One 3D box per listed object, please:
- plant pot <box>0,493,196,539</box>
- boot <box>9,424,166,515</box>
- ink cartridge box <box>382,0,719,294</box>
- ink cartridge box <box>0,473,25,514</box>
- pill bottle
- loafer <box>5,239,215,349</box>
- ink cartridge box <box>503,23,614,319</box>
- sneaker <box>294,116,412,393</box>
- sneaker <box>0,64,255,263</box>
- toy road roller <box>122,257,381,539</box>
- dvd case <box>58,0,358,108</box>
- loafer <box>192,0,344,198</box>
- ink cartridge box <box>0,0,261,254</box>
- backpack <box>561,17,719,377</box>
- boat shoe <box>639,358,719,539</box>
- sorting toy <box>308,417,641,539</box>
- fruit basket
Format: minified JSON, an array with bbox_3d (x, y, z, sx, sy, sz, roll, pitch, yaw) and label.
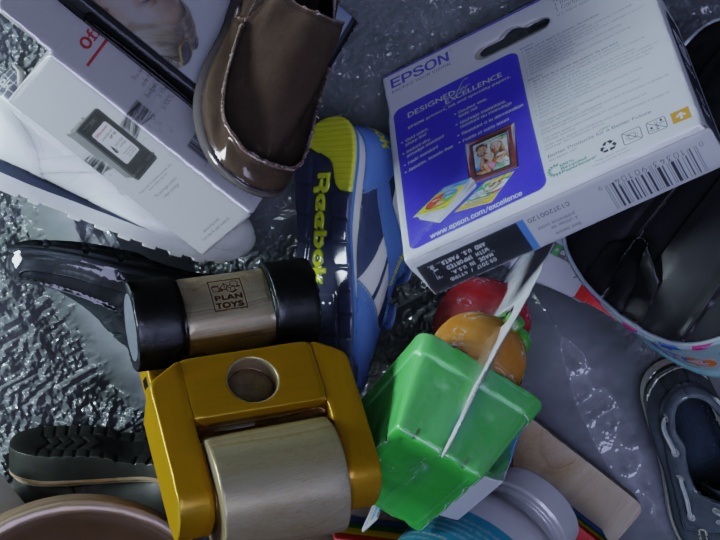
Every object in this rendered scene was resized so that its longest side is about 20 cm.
[{"bbox_3d":[-0.179,0.230,1.086,0.200,0.093,0.201,-2,97,-14],"label":"plant pot"},{"bbox_3d":[-0.144,0.185,1.229,0.200,0.077,0.139,5,108,6],"label":"boot"},{"bbox_3d":[0.114,-0.097,1.106,0.198,0.200,0.043,-25,129,16],"label":"ink cartridge box"},{"bbox_3d":[-0.289,0.246,1.192,0.200,0.084,0.146,-31,105,18],"label":"ink cartridge box"},{"bbox_3d":[0.058,0.217,1.128,0.200,0.111,0.111,-45,107,-31],"label":"pill bottle"},{"bbox_3d":[-0.144,0.027,1.185,0.200,0.068,0.071,16,94,-13],"label":"loafer"},{"bbox_3d":[0.173,-0.053,1.210,0.200,0.050,0.161,30,99,-10],"label":"ink cartridge box"},{"bbox_3d":[0.000,0.000,1.177,0.082,0.074,0.200,4,94,-44],"label":"sneaker"},{"bbox_3d":[-0.157,-0.065,1.162,0.200,0.076,0.081,21,91,-12],"label":"sneaker"},{"bbox_3d":[-0.076,0.097,1.097,0.123,0.200,0.146,-8,146,-17],"label":"toy road roller"},{"bbox_3d":[-0.105,-0.176,1.115,0.200,0.143,0.018,39,140,-14],"label":"dvd case"},{"bbox_3d":[-0.051,-0.139,1.074,0.073,0.071,0.200,21,57,-25],"label":"loafer"},{"bbox_3d":[-0.139,-0.121,1.120,0.200,0.116,0.067,39,140,-13],"label":"ink cartridge box"},{"bbox_3d":[0.236,-0.036,1.123,0.200,0.178,0.151,-48,148,1],"label":"backpack"},{"bbox_3d":[0.257,0.159,1.263,0.073,0.062,0.200,-24,105,0],"label":"boat shoe"},{"bbox_3d":[0.070,0.193,1.248,0.199,0.070,0.200,38,98,-13],"label":"sorting toy"},{"bbox_3d":[0.074,0.062,1.114,0.094,0.185,0.200,37,56,0],"label":"fruit basket"}]
